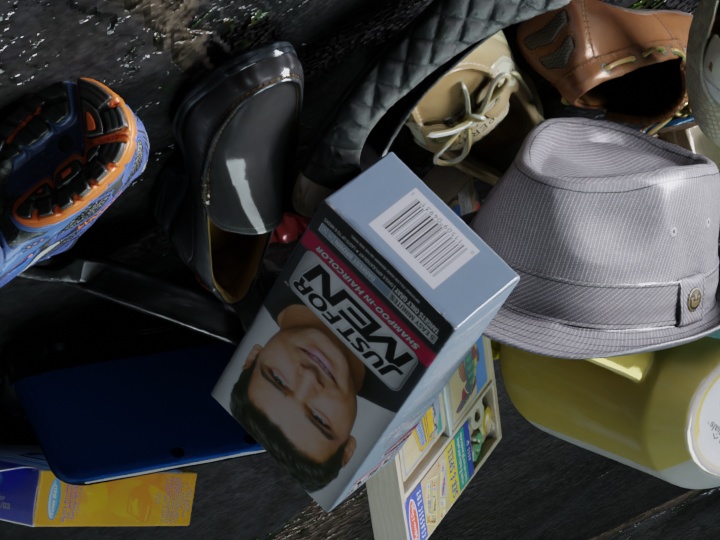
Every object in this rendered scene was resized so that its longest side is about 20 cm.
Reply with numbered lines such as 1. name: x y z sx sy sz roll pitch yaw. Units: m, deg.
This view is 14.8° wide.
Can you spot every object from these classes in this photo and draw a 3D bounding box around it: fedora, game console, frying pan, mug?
1. fedora: 0.131 -0.029 1.545 0.200 0.177 0.091 -11 120 -39
2. game console: -0.112 0.094 1.681 0.199 0.119 0.171 -8 156 -19
3. frying pan: -0.149 0.006 1.559 0.190 0.031 0.115 21 177 -20
4. mug: 0.171 0.063 1.675 0.186 0.153 0.150 -14 117 -27

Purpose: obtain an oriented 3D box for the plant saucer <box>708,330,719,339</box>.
1. plant saucer: 0.158 0.010 1.605 0.070 0.199 0.019 -66 167 -65

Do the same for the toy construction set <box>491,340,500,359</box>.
1. toy construction set: 0.106 0.004 1.789 0.200 0.131 0.092 -24 134 -16

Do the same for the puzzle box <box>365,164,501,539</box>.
1. puzzle box: 0.037 0.054 1.638 0.133 0.025 0.201 -49 140 -45

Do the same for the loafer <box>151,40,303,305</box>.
1. loafer: -0.060 -0.053 1.481 0.073 0.072 0.200 -20 160 -19

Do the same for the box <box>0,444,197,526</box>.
1. box: -0.205 0.134 1.730 0.119 0.042 0.200 8 -179 30

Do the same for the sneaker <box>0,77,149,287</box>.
1. sneaker: -0.184 -0.020 1.401 0.200 0.076 0.078 -31 165 16

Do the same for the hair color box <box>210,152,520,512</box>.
1. hair color box: -0.001 0.037 1.507 0.061 0.099 0.200 -37 167 -37

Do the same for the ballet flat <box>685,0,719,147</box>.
1. ballet flat: 0.218 -0.145 1.529 0.062 0.067 0.201 -66 165 -59

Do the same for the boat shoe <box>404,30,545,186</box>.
1. boat shoe: 0.070 -0.090 1.576 0.073 0.063 0.200 -32 161 16

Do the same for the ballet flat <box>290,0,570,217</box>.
1. ballet flat: 0.033 -0.097 1.455 0.200 0.057 0.066 -48 176 20

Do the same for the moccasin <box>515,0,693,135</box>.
1. moccasin: 0.167 -0.115 1.622 0.074 0.078 0.201 -35 160 21

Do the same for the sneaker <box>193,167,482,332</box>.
1. sneaker: 0.000 0.000 1.667 0.200 0.098 0.071 -17 157 -33

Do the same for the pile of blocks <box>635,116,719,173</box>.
1. pile of blocks: 0.203 -0.060 1.667 0.199 0.062 0.082 -12 -171 32
